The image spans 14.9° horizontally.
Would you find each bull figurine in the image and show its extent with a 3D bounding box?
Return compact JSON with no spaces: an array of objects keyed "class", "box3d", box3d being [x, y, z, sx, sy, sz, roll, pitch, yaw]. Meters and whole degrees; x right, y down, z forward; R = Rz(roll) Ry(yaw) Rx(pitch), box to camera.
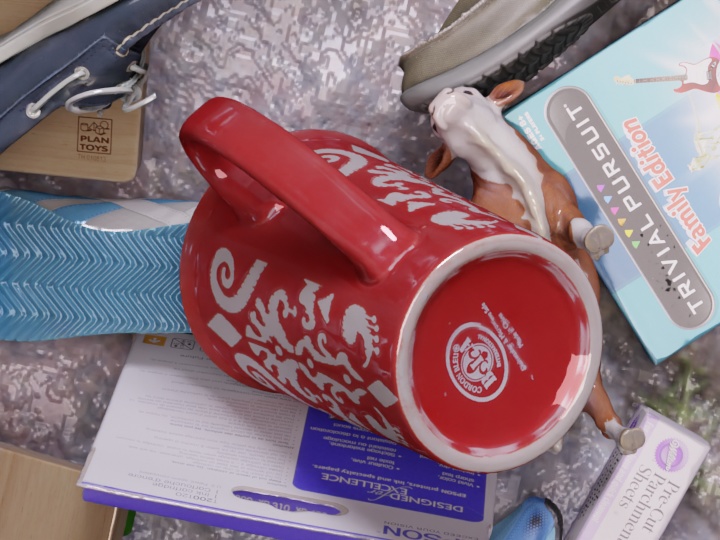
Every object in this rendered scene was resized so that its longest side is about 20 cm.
[{"class":"bull figurine","box3d":[0.086,0.002,1.365,0.065,0.122,0.201,-21,120,-6]}]

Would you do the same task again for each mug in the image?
[{"class":"mug","box3d":[-0.002,0.012,1.273,0.177,0.200,0.134,17,94,-31]}]

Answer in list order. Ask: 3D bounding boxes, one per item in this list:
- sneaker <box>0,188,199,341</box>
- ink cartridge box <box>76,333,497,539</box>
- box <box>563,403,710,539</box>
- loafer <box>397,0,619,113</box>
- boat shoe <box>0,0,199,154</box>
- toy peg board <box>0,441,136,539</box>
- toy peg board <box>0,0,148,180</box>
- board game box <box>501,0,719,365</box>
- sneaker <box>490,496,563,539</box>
[{"class":"sneaker","box3d":[-0.137,-0.003,1.407,0.198,0.081,0.077,6,96,2]},{"class":"ink cartridge box","box3d":[-0.032,0.096,1.352,0.197,0.200,0.044,11,110,1]},{"class":"box","box3d":[0.115,0.167,1.434,0.041,0.039,0.201,29,94,-2]},{"class":"loafer","box3d":[0.095,-0.153,1.402,0.200,0.075,0.070,-36,81,-1]},{"class":"boat shoe","box3d":[-0.136,-0.099,1.316,0.199,0.075,0.062,-29,103,14]},{"class":"toy peg board","box3d":[-0.217,0.177,1.428,0.198,0.098,0.201,14,94,16]},{"class":"toy peg board","box3d":[-0.198,-0.164,1.397,0.198,0.098,0.201,6,109,2]},{"class":"board game box","box3d":[0.194,-0.069,1.411,0.199,0.047,0.151,-33,93,3]},{"class":"sneaker","box3d":[0.015,0.170,1.419,0.199,0.078,0.090,-33,90,3]}]
